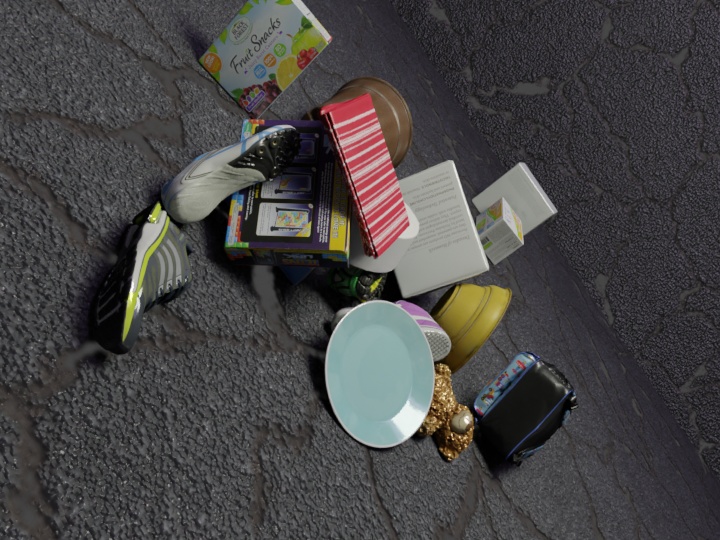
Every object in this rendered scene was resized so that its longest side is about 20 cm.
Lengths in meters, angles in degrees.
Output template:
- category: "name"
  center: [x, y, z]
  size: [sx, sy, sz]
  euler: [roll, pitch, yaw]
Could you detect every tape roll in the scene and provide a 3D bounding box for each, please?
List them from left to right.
- category: "tape roll"
  center: [-0.005, -0.090, 0.951]
  size: [0.199, 0.071, 0.204]
  euler: [28, 26, -15]

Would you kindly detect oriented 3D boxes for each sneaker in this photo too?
- category: "sneaker"
  center: [-0.217, 0.010, 0.635]
  size: [0.081, 0.073, 0.203]
  euler: [41, 30, -30]
- category: "sneaker"
  center: [-0.166, -0.135, 0.776]
  size: [0.073, 0.198, 0.073]
  euler: [49, -15, 34]
- category: "sneaker"
  center: [0.000, 0.000, 1.010]
  size: [0.083, 0.080, 0.200]
  euler: [18, 7, 12]
- category: "sneaker"
  center: [0.037, 0.086, 0.962]
  size: [0.196, 0.074, 0.115]
  euler: [16, 21, -21]

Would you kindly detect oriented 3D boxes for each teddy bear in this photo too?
- category: "teddy bear"
  center: [0.116, 0.202, 0.972]
  size: [0.144, 0.066, 0.203]
  euler: [-6, 62, -59]

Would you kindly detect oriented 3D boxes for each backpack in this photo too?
- category: "backpack"
  center: [0.309, 0.256, 1.121]
  size: [0.135, 0.183, 0.199]
  euler: [46, 6, 26]

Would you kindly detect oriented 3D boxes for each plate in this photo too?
- category: "plate"
  center: [0.027, 0.146, 0.861]
  size: [0.196, 0.025, 0.206]
  euler: [9, 75, -34]

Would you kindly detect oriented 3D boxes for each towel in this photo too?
- category: "towel"
  center: [0.011, -0.133, 0.823]
  size: [0.145, 0.022, 0.204]
  euler: [-43, 118, -57]

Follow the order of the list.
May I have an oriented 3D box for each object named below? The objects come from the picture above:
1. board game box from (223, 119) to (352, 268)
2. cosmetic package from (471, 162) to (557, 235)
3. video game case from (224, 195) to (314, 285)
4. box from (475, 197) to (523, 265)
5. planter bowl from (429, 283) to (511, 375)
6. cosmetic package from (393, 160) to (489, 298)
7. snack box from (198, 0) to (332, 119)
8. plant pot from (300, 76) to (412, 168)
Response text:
- category: "board game box"
  center: [-0.090, -0.107, 0.827]
  size: [0.057, 0.161, 0.205]
  euler: [89, 4, -66]
- category: "cosmetic package"
  center: [0.514, -0.217, 2.011]
  size: [0.202, 0.199, 0.122]
  euler: [57, 26, 6]
- category: "video game case"
  center: [-0.122, -0.098, 0.957]
  size: [0.201, 0.045, 0.182]
  euler: [51, 25, -7]
- category: "box"
  center: [0.421, -0.124, 1.842]
  size: [0.102, 0.112, 0.201]
  euler: [48, 25, -11]
- category: "planter bowl"
  center: [0.173, 0.086, 1.081]
  size: [0.083, 0.201, 0.201]
  euler: [38, 26, -1]
- category: "cosmetic package"
  center: [0.133, -0.069, 1.134]
  size: [0.167, 0.163, 0.205]
  euler: [5, 67, -78]
- category: "snack box"
  center: [-0.166, -0.385, 1.052]
  size: [0.142, 0.199, 0.053]
  euler: [45, 27, -15]
- category: "plant pot"
  center: [-0.020, -0.260, 1.177]
  size: [0.202, 0.199, 0.198]
  euler: [51, 32, -3]
